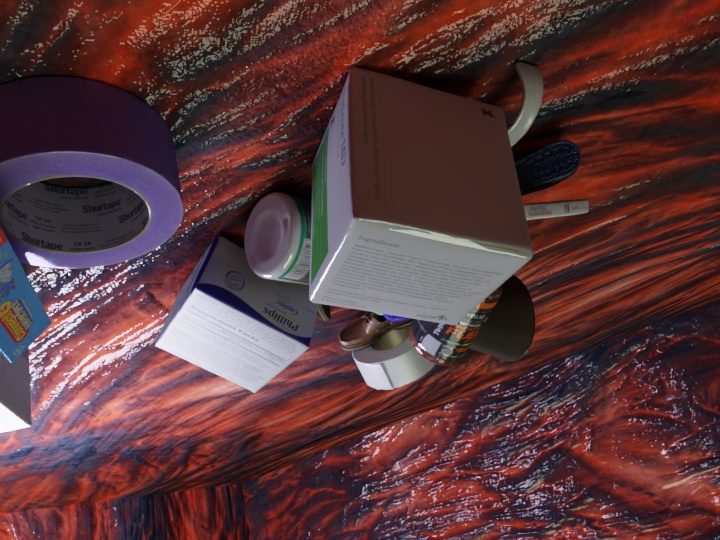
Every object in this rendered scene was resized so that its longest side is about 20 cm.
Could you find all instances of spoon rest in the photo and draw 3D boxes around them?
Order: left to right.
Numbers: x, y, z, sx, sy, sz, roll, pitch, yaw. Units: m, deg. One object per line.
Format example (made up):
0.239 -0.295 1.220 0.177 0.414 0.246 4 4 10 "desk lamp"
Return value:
0.158 -0.168 0.714 0.098 0.062 0.200 -1 151 -32 "spoon rest"

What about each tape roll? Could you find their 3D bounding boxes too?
-0.283 -0.087 0.556 0.196 0.086 0.201 -15 157 -7 "tape roll"
0.083 0.173 1.240 0.199 0.072 0.203 -23 -160 9 "tape roll"

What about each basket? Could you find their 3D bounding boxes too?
0.226 0.081 1.089 0.197 0.184 0.135 11 156 -37 "basket"

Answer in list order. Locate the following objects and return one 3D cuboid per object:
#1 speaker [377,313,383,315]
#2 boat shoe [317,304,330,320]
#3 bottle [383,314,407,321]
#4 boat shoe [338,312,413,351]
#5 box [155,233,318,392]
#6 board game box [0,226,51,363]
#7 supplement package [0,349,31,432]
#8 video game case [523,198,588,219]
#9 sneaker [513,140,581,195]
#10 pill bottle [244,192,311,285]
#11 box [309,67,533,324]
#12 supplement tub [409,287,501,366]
0.097 0.049 1.111 0.198 0.090 0.088 7 147 -43 "speaker"
-0.102 0.031 0.951 0.067 0.073 0.201 -12 148 7 "boat shoe"
0.074 0.017 0.917 0.082 0.066 0.201 -17 155 -9 "bottle"
0.034 0.107 1.227 0.197 0.073 0.068 -27 138 4 "boat shoe"
-0.187 0.074 0.852 0.182 0.106 0.200 30 137 -19 "box"
-0.394 -0.024 0.500 0.056 0.194 0.201 -55 176 -32 "board game box"
-0.459 0.075 0.637 0.109 0.203 0.156 -8 155 -19 "supplement package"
0.204 -0.084 0.839 0.179 0.023 0.199 -8 -175 -33 "video game case"
0.221 -0.134 0.819 0.196 0.072 0.078 -13 176 16 "sneaker"
-0.055 -0.034 0.790 0.112 0.115 0.198 -33 152 33 "pill bottle"
0.054 -0.073 0.625 0.196 0.203 0.172 10 148 -18 "box"
0.161 0.052 0.914 0.105 0.107 0.202 -1 129 -33 "supplement tub"
